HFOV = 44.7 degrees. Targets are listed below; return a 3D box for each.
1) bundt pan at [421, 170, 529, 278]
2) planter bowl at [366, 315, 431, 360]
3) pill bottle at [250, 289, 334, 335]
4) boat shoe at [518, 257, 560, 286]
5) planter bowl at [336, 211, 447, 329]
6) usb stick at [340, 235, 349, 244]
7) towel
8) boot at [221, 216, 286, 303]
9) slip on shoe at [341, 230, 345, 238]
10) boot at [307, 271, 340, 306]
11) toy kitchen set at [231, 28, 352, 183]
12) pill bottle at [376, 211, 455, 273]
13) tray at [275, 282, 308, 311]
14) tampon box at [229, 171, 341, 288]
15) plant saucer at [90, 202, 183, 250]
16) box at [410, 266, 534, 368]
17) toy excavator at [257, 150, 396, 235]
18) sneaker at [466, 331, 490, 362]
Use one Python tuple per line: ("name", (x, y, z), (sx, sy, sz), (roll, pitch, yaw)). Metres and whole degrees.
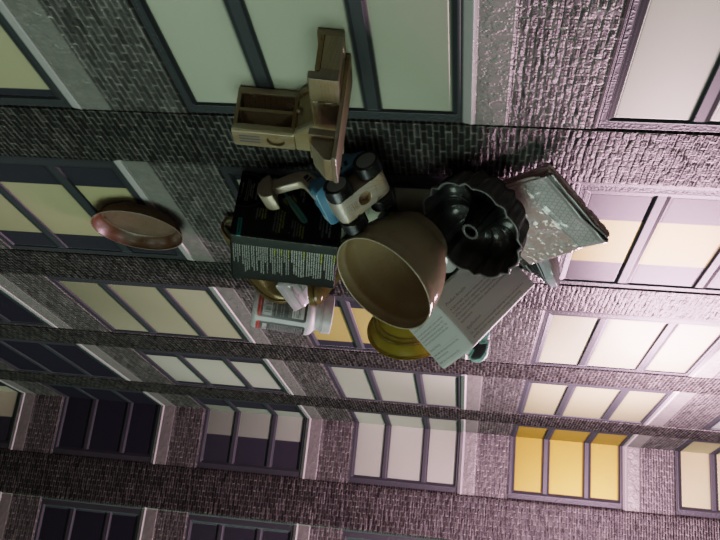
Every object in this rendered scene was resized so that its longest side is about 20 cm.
("bundt pan", (0.207, -0.088, 1.521), (0.199, 0.076, 0.205), (27, 141, 23))
("planter bowl", (0.108, 0.098, 1.942), (0.195, 0.203, 0.085), (2, 130, 11))
("pill bottle", (-0.166, 0.095, 2.147), (0.195, 0.119, 0.116), (9, 159, -7))
("boat shoe", (0.343, -0.031, 1.738), (0.069, 0.074, 0.200), (-9, 144, 28))
("planter bowl", (0.073, -0.018, 1.547), (0.197, 0.135, 0.203), (28, 145, 21))
("usb stick", (-0.025, -0.050, 1.725), (0.033, 0.055, 0.200), (59, 169, -16))
("towel", (0.315, -0.092, 1.558), (0.199, 0.033, 0.189), (41, 145, -26))
("boot", (-0.216, -0.016, 1.861), (0.173, 0.067, 0.201), (31, 161, 9))
("slip on shoe", (-0.100, -0.082, 1.761), (0.197, 0.062, 0.075), (-20, 112, 30))
("boot", (0.000, 0.000, 1.793), (0.195, 0.178, 0.067), (3, 142, 17))
("toy kitchen set", (-0.108, -0.218, 1.250), (0.176, 0.167, 0.201), (5, 159, 3))
("pill bottle", (0.130, -0.053, 1.677), (0.195, 0.116, 0.113), (3, 159, 11))
("tray", (-0.121, 0.026, 1.869), (0.022, 0.108, 0.200), (38, 171, 17))
("tampon box", (-0.133, -0.073, 1.617), (0.195, 0.153, 0.127), (7, 143, -1))
("plant saucer", (-0.472, -0.097, 1.863), (0.195, 0.035, 0.201), (5, 159, 2))
("box", (0.221, 0.071, 1.807), (0.131, 0.198, 0.200), (47, 158, 5))
("toy excavator", (-0.063, -0.144, 1.512), (0.200, 0.193, 0.101), (44, 168, 46))
("sneaker", (0.254, 0.119, 1.989), (0.076, 0.205, 0.140), (-17, 159, 11))
